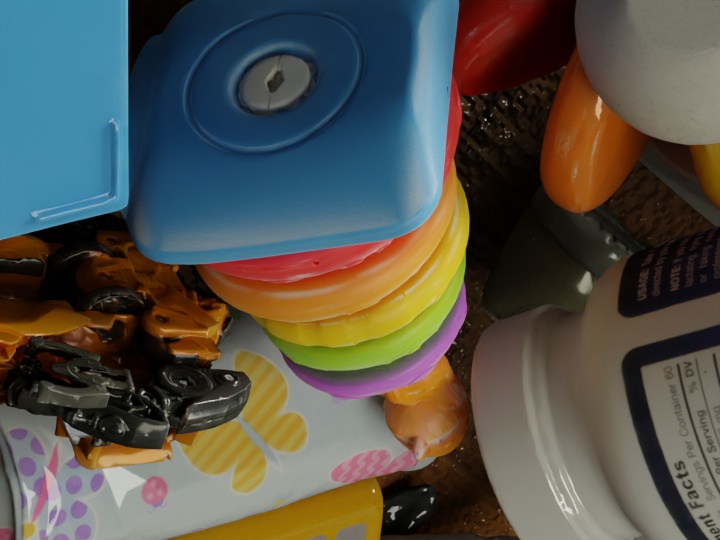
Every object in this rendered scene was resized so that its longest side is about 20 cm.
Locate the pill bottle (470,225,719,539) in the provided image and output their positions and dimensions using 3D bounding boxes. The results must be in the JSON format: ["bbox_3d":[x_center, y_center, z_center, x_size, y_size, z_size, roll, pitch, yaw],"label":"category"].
[{"bbox_3d":[0.147,0.038,0.910,0.199,0.116,0.116,-17,144,25],"label":"pill bottle"}]

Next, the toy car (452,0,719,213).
[{"bbox_3d":[0.093,-0.116,0.909,0.175,0.149,0.202,26,61,-72],"label":"toy car"}]

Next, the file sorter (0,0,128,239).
[{"bbox_3d":[-0.154,-0.116,0.734,0.138,0.123,0.201,-16,129,-26],"label":"file sorter"}]

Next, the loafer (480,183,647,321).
[{"bbox_3d":[0.114,0.030,1.105,0.070,0.075,0.200,-41,133,10],"label":"loafer"}]

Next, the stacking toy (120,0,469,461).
[{"bbox_3d":[0.000,0.000,0.890,0.109,0.117,0.200,-6,141,16],"label":"stacking toy"}]

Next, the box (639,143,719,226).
[{"bbox_3d":[0.262,-0.056,1.061,0.201,0.199,0.171,-54,137,4],"label":"box"}]

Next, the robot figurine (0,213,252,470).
[{"bbox_3d":[-0.135,0.019,0.843,0.199,0.145,0.059,6,120,-30],"label":"robot figurine"}]

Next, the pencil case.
[{"bbox_3d":[-0.064,0.055,0.962,0.199,0.090,0.084,-14,100,-33],"label":"pencil case"}]

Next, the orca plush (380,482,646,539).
[{"bbox_3d":[0.049,0.145,1.112,0.199,0.105,0.071,-25,148,-20],"label":"orca plush"}]

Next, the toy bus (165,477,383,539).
[{"bbox_3d":[-0.091,0.124,1.001,0.199,0.065,0.079,-14,127,-32],"label":"toy bus"}]
